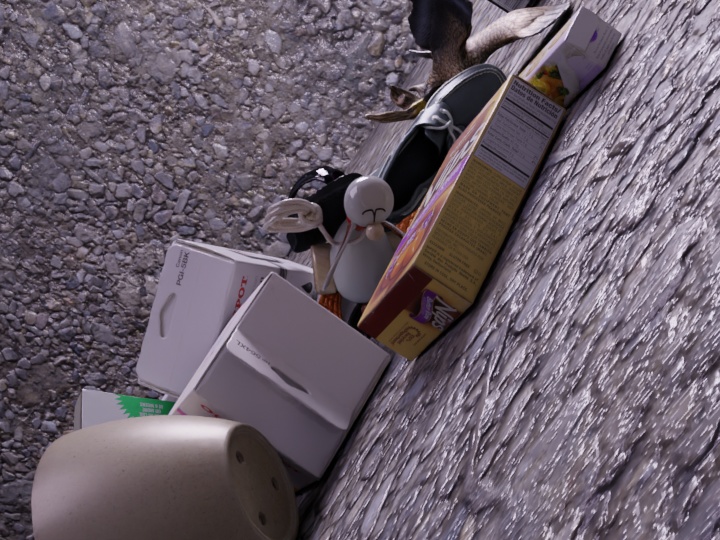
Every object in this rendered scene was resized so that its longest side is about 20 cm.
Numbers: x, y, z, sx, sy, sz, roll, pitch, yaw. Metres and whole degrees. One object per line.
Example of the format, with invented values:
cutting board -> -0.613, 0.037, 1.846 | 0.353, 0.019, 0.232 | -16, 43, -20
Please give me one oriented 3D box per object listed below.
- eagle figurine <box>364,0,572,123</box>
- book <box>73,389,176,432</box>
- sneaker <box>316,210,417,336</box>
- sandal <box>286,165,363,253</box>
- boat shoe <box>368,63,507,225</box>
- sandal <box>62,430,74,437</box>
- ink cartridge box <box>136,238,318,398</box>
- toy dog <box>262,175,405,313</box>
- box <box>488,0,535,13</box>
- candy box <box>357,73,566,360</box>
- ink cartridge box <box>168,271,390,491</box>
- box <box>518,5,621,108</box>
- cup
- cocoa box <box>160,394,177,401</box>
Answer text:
eagle figurine -> 0.112, -0.229, 1.405 | 0.152, 0.151, 0.201 | -35, -24, -46
book -> -0.189, 0.206, 1.210 | 0.048, 0.133, 0.201 | 120, 151, -43
sneaker -> 0.000, 0.000, 1.390 | 0.201, 0.075, 0.092 | -59, 2, -28
sandal -> -0.044, -0.063, 1.297 | 0.075, 0.048, 0.200 | -22, -8, -15
boat shoe -> 0.077, -0.121, 1.313 | 0.200, 0.073, 0.062 | -46, 8, -6
sandal -> -0.204, 0.194, 1.359 | 0.078, 0.210, 0.070 | 22, -114, -65
ink cartridge box -> -0.117, 0.058, 1.366 | 0.200, 0.082, 0.148 | 10, -84, -59
toy dog -> 0.003, -0.006, 1.241 | 0.131, 0.097, 0.200 | -18, -18, 12
box -> 0.197, -0.442, 1.680 | 0.201, 0.148, 0.124 | -62, 6, -33
candy box -> 0.077, -0.041, 1.036 | 0.201, 0.056, 0.117 | -60, 5, -33
ink cartridge box -> -0.073, 0.103, 1.165 | 0.126, 0.128, 0.200 | -58, 6, -23
box -> 0.141, -0.139, 1.093 | 0.042, 0.039, 0.200 | -59, 6, -27
cup -> -0.132, 0.192, 1.048 | 0.143, 0.201, 0.201 | -25, 17, 18
cocoa box -> -0.182, 0.209, 1.479 | 0.201, 0.133, 0.131 | -56, 4, 15
